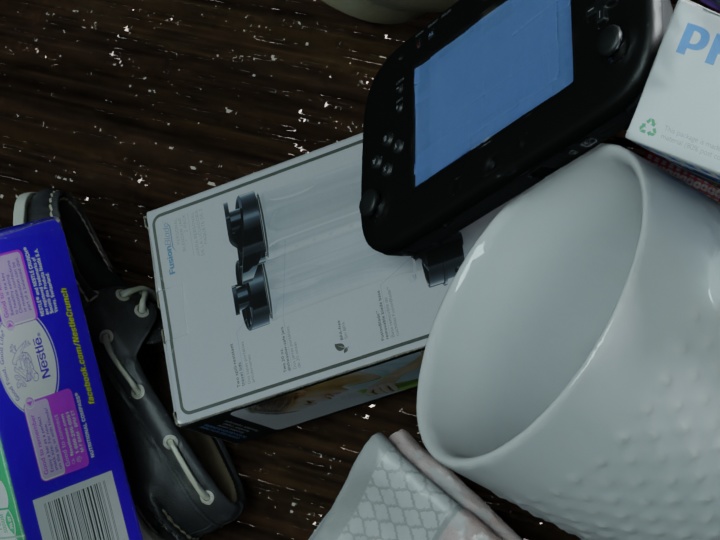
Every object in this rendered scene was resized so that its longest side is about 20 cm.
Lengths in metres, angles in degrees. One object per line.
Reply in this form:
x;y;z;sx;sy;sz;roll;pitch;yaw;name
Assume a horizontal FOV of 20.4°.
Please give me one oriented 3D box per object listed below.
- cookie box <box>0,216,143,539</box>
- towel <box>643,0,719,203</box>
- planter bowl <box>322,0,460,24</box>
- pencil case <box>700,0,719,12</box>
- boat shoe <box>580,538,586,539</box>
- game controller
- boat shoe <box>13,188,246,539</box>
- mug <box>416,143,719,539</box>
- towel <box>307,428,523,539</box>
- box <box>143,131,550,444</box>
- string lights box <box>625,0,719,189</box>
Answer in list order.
-0.216;0.076;0.990;0.200;0.075;0.171;-11;94;41;cookie box
0.192;-0.017;0.925;0.145;0.022;0.200;24;95;21;towel
0.027;-0.199;0.938;0.135;0.200;0.200;-42;68;41;planter bowl
0.213;-0.200;0.890;0.084;0.086;0.200;27;86;5;pencil case
0.122;0.201;0.904;0.074;0.065;0.202;-1;83;23;boat shoe
0.062;-0.081;0.855;0.200;0.042;0.104;-32;57;48;game controller
-0.117;0.044;1.018;0.060;0.074;0.200;-25;78;18;boat shoe
0.150;0.042;0.815;0.200;0.175;0.148;-35;33;47;mug
0.025;0.205;0.926;0.191;0.032;0.200;44;115;29;towel
0.000;0.000;0.969;0.200;0.060;0.117;-20;69;21;box
0.185;-0.051;0.811;0.103;0.200;0.059;23;95;21;string lights box
